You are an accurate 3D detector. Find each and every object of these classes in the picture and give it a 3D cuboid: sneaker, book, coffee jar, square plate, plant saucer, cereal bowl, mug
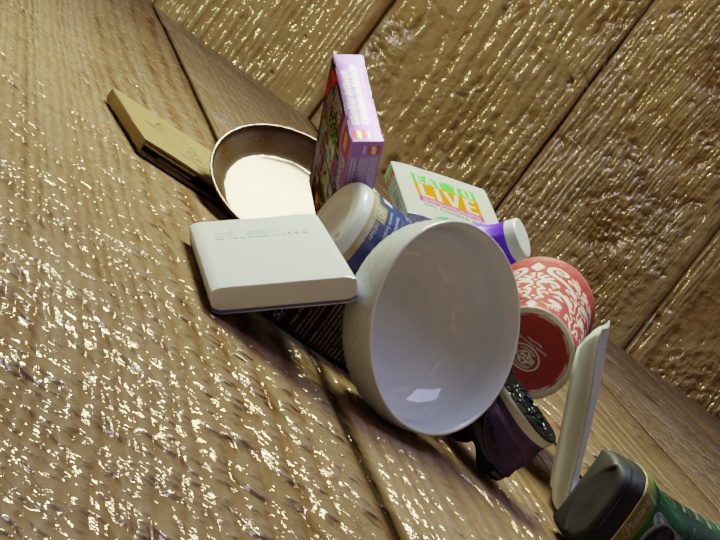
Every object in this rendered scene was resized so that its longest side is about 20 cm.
[{"bbox_3d":[0.112,0.123,1.507,0.076,0.087,0.201,34,19,-43],"label":"sneaker"},{"bbox_3d":[0.100,-0.068,1.821,0.133,0.048,0.200,21,18,-13],"label":"book"},{"bbox_3d":[0.291,0.267,1.473,0.199,0.105,0.085,36,5,-14],"label":"coffee jar"},{"bbox_3d":[0.239,0.155,1.629,0.028,0.202,0.198,11,3,12],"label":"square plate"},{"bbox_3d":[-0.090,-0.092,1.779,0.199,0.037,0.202,16,45,-17],"label":"plant saucer"},{"bbox_3d":[0.057,0.050,1.411,0.199,0.202,0.083,31,-15,-38],"label":"cereal bowl"},{"bbox_3d":[0.183,0.070,1.749,0.176,0.135,0.200,4,14,10],"label":"mug"}]

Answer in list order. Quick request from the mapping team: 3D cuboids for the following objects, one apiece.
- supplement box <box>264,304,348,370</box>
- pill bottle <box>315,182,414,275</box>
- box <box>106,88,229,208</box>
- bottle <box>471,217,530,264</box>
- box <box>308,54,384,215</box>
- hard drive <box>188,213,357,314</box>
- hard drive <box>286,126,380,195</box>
[{"bbox_3d":[-0.009,0.057,1.503,0.199,0.061,0.109,34,9,-20],"label":"supplement box"},{"bbox_3d":[0.040,0.005,1.604,0.199,0.111,0.111,37,7,-23],"label":"pill bottle"},{"bbox_3d":[-0.225,-0.145,1.835,0.163,0.021,0.200,33,9,-31],"label":"box"},{"bbox_3d":[0.094,-0.007,1.695,0.084,0.198,0.065,67,22,-13],"label":"bottle"},{"bbox_3d":[-0.019,-0.122,1.673,0.039,0.201,0.138,-2,49,-13],"label":"box"},{"bbox_3d":[-0.086,-0.009,1.402,0.131,0.026,0.200,-5,19,-11],"label":"hard drive"},{"bbox_3d":[-0.071,-0.110,1.949,0.200,0.134,0.043,38,-36,28],"label":"hard drive"}]
